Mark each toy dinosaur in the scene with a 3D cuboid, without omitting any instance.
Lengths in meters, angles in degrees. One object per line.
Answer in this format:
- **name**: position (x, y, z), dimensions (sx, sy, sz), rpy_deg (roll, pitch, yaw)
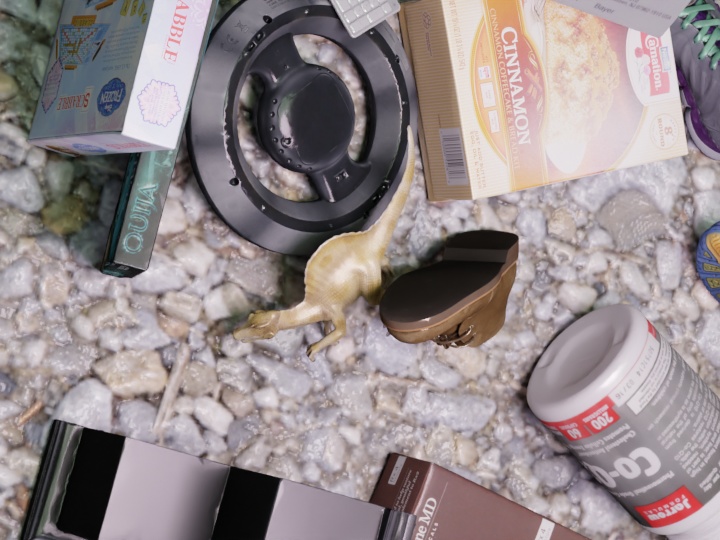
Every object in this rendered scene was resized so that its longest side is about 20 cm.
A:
- **toy dinosaur**: position (0.000, 0.000, 1.711), dimensions (0.200, 0.058, 0.101), rpy_deg (-47, 138, -7)

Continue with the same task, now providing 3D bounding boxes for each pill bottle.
- **pill bottle**: position (0.231, 0.131, 1.824), dimensions (0.200, 0.114, 0.114), rpy_deg (46, 72, -20)

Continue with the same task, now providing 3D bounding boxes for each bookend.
- **bookend**: position (-0.099, 0.177, 1.607), dimensions (0.198, 0.200, 0.093), rpy_deg (19, 83, -27)

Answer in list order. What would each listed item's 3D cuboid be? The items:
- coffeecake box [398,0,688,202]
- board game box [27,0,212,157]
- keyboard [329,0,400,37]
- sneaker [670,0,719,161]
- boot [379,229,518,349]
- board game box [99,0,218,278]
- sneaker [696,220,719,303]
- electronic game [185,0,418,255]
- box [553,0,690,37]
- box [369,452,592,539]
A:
- **coffeecake box**: position (0.141, -0.145, 1.793), dimensions (0.199, 0.073, 0.155), rpy_deg (-13, 96, -27)
- **board game box**: position (-0.152, -0.178, 1.570), dimensions (0.041, 0.200, 0.201), rpy_deg (16, 85, -24)
- **keyboard**: position (-0.038, -0.266, 1.705), dimensions (0.056, 0.011, 0.201), rpy_deg (-36, 97, -45)
- **sneaker**: position (0.279, -0.181, 1.855), dimensions (0.074, 0.087, 0.201), rpy_deg (-36, 107, -22)
- **boot**: position (0.071, 0.030, 1.722), dimensions (0.200, 0.073, 0.076), rpy_deg (-32, 125, -62)
- **board game box**: position (-0.139, -0.095, 1.616), dimensions (0.028, 0.135, 0.201), rpy_deg (15, 84, -9)
- **sneaker**: position (0.351, 0.003, 1.916), dimensions (0.200, 0.075, 0.089), rpy_deg (36, 64, -30)
- **electronic game**: position (-0.041, -0.111, 1.717), dimensions (0.199, 0.042, 0.202), rpy_deg (-4, 98, -34)
- **box**: position (0.158, -0.296, 1.727), dimensions (0.183, 0.105, 0.201), rpy_deg (15, 45, -27)
- **box**: position (0.098, 0.223, 1.782), dimensions (0.199, 0.075, 0.101), rpy_deg (26, 80, -24)
